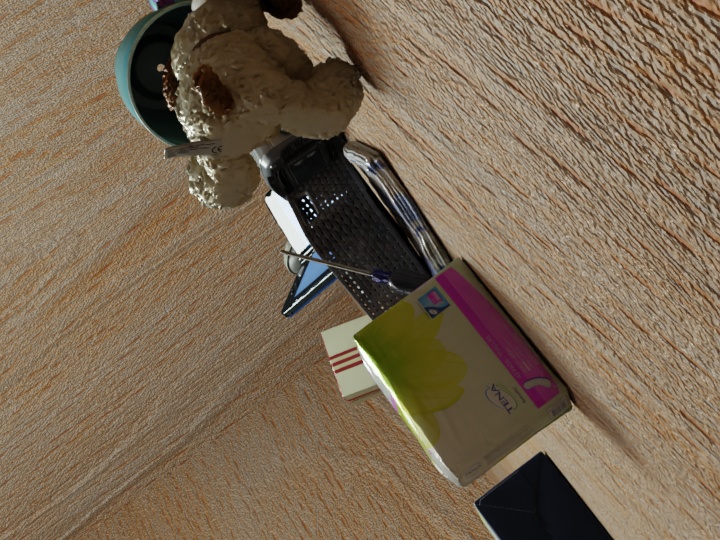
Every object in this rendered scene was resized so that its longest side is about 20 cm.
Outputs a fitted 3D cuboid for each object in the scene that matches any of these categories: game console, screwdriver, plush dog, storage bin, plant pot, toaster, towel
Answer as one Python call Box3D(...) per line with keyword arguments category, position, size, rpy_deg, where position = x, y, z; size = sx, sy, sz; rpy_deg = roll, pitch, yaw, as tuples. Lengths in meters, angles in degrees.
Box3D(category="game console", position=(-0.078, -0.058, 1.648), size=(0.118, 0.171, 0.200), rpy_deg=(33, 142, -14))
Box3D(category="screwdriver", position=(0.000, 0.000, 1.343), size=(0.199, 0.028, 0.029), rpy_deg=(15, -169, 19))
Box3D(category="plush dog", position=(-0.122, -0.183, 1.074), size=(0.160, 0.200, 0.172), rpy_deg=(36, -156, -49))
Box3D(category="storage bin", position=(0.008, -0.030, 1.451), size=(0.200, 0.094, 0.135), rpy_deg=(50, -174, -35))
Box3D(category="plant pot", position=(-0.255, -0.280, 1.631), size=(0.200, 0.200, 0.188), rpy_deg=(56, 166, -27))
Box3D(category="toaster", position=(-0.095, -0.178, 1.476), size=(0.129, 0.113, 0.200), rpy_deg=(57, 180, 16))
Box3D(category="towel", position=(0.050, -0.063, 1.358), size=(0.200, 0.024, 0.147), rpy_deg=(55, 177, -19))

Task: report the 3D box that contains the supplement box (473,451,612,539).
Box3D(category="supplement box", position=(0.292, 0.414, 1.797), size=(0.200, 0.134, 0.200), rpy_deg=(53, 176, 21))

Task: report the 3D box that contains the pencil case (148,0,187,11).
Box3D(category="pencil case", position=(-0.278, -0.419, 1.772), size=(0.200, 0.085, 0.093), rpy_deg=(-134, 33, -70))

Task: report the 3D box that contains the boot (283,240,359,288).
Box3D(category="boot", position=(-0.024, -0.015, 1.751), size=(0.072, 0.182, 0.200), rpy_deg=(8, -147, -43))

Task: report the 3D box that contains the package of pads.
Box3D(category="package of pads", position=(0.102, 0.108, 1.220), size=(0.200, 0.154, 0.068), rpy_deg=(52, 176, 25))

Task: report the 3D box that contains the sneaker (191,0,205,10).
Box3D(category="sneaker", position=(-0.148, -0.277, 1.509), size=(0.090, 0.078, 0.200), rpy_deg=(42, 171, 41))

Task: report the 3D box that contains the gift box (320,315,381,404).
Box3D(category="gift box", position=(0.026, 0.178, 2.623), size=(0.185, 0.186, 0.201), rpy_deg=(54, -164, -79))
